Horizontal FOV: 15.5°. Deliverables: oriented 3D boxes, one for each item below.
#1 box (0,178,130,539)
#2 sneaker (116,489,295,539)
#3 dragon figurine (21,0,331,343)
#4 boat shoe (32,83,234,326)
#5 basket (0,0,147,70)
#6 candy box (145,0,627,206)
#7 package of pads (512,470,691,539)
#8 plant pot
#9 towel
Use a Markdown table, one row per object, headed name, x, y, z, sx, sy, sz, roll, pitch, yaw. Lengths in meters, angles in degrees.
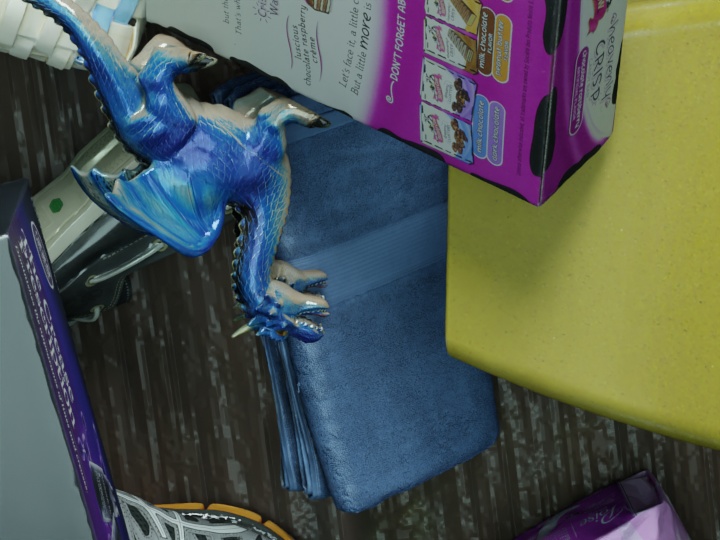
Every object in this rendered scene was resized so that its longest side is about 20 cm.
| name | x | y | z | sx | sy | sz | roll | pitch | yaw |
| --- | --- | --- | --- | --- | --- | --- | --- | --- | --- |
| box | -0.150 | 0.076 | 1.102 | 0.079 | 0.141 | 0.201 | -15 | 102 | -4 |
| sneaker | -0.105 | 0.140 | 1.226 | 0.199 | 0.077 | 0.078 | 21 | 99 | -6 |
| dragon figurine | -0.080 | -0.042 | 1.092 | 0.200 | 0.059 | 0.100 | 27 | 92 | -26 |
| boat shoe | -0.135 | 0.002 | 1.202 | 0.200 | 0.072 | 0.068 | -37 | 120 | 7 |
| basket | -0.170 | -0.175 | 1.131 | 0.200 | 0.139 | 0.177 | 24 | 99 | -13 |
| candy box | 0.007 | -0.128 | 1.033 | 0.200 | 0.061 | 0.137 | 27 | 138 | 24 |
| package of pads | 0.130 | 0.208 | 1.242 | 0.120 | 0.076 | 0.200 | -28 | 100 | 3 |
| plant pot | 0.133 | -0.035 | 1.144 | 0.176 | 0.200 | 0.201 | 3 | 101 | 11 |
| towel | 0.000 | 0.000 | 1.199 | 0.111 | 0.048 | 0.201 | -20 | 105 | -32 |
